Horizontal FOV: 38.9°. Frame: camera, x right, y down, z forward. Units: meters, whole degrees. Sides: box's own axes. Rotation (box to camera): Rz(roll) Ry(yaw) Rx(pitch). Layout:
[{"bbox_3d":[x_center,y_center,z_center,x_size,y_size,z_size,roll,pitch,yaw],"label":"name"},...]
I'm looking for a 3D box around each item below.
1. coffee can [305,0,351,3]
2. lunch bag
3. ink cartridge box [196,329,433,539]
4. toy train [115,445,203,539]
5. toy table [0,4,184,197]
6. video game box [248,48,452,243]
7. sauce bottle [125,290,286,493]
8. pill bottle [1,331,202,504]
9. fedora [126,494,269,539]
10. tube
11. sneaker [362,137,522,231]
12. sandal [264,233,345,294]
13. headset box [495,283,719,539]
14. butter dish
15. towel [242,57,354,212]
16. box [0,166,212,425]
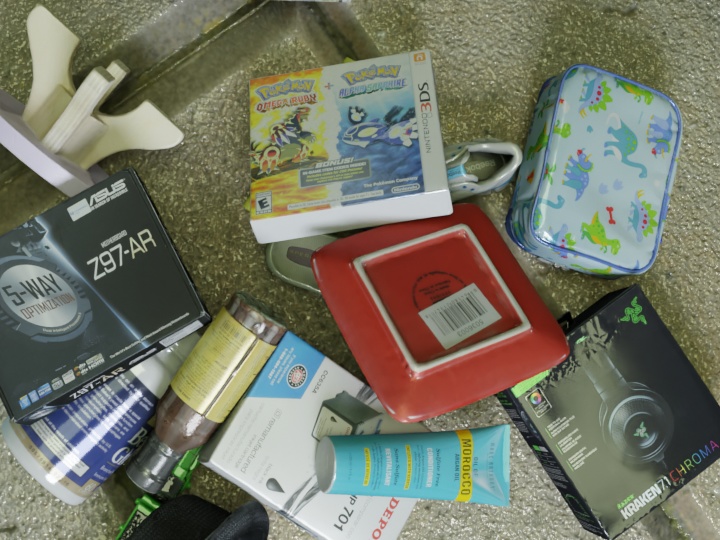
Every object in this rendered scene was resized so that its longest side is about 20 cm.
[{"bbox_3d":[-0.105,-0.353,1.046,0.196,0.146,0.150,0,83,-4],"label":"coffee can"},{"bbox_3d":[0.248,-0.098,1.067,0.158,0.082,0.204,15,82,-12],"label":"lunch bag"},{"bbox_3d":[-0.036,0.175,0.997,0.198,0.086,0.148,34,74,-9],"label":"ink cartridge box"},{"bbox_3d":[-0.183,0.198,1.022,0.041,0.056,0.202,31,83,0],"label":"toy train"},{"bbox_3d":[-0.280,-0.155,1.003,0.199,0.184,0.117,40,97,-25],"label":"toy table"},{"bbox_3d":[-0.014,-0.128,1.025,0.196,0.047,0.185,-9,55,6],"label":"video game box"},{"bbox_3d":[-0.148,0.115,0.951,0.064,0.065,0.201,37,93,1],"label":"sauce bottle"},{"bbox_3d":[-0.242,0.120,0.999,0.200,0.111,0.111,-45,88,-7],"label":"pill bottle"},{"bbox_3d":[-0.175,0.288,0.966,0.091,0.201,0.202,31,81,21],"label":"fedora"},{"bbox_3d":[0.056,0.183,0.961,0.196,0.050,0.079,4,88,-24],"label":"tube"},{"bbox_3d":[0.077,-0.098,1.055,0.197,0.087,0.076,-21,91,-7],"label":"sneaker"},{"bbox_3d":[-0.001,0.001,1.052,0.197,0.057,0.082,10,84,-12],"label":"sandal"},{"bbox_3d":[0.252,0.136,1.042,0.173,0.093,0.202,-33,86,-8],"label":"headset box"},{"bbox_3d":[0.065,0.063,0.990,0.197,0.149,0.201,-18,59,-22],"label":"butter dish"},{"bbox_3d":[-0.036,-0.125,1.091,0.085,0.018,0.202,34,83,5],"label":"towel"},{"bbox_3d":[-0.259,0.023,0.942,0.198,0.044,0.162,-28,79,-5],"label":"box"}]
